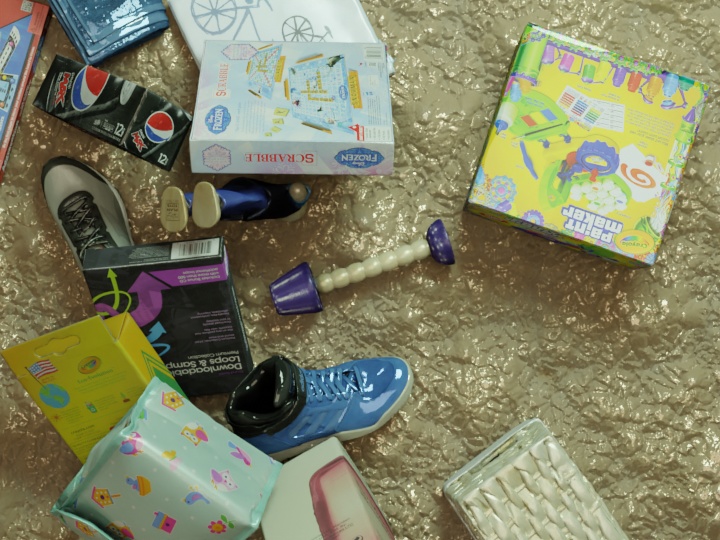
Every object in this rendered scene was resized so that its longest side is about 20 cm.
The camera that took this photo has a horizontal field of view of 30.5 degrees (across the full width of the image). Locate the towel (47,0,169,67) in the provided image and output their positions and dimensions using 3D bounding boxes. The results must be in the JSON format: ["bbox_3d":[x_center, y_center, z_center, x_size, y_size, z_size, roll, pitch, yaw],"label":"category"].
[{"bbox_3d":[-0.297,-0.327,1.425,0.111,0.049,0.201,-31,87,-16],"label":"towel"}]

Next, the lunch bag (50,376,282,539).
[{"bbox_3d":[-0.204,0.235,1.318,0.170,0.122,0.200,37,121,-9],"label":"lunch bag"}]

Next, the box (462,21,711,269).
[{"bbox_3d":[0.231,-0.125,1.377,0.198,0.122,0.195,19,89,2],"label":"box"}]

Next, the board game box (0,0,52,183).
[{"bbox_3d":[-0.415,-0.207,1.449,0.102,0.019,0.202,16,89,3],"label":"board game box"}]

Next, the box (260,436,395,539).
[{"bbox_3d":[-0.022,0.283,1.317,0.108,0.200,0.129,-30,117,0],"label":"box"}]

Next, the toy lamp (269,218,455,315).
[{"bbox_3d":[0.000,0.000,1.414,0.198,0.058,0.059,-18,88,-2],"label":"toy lamp"}]

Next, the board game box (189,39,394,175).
[{"bbox_3d":[-0.068,-0.168,1.340,0.197,0.201,0.042,1,128,-2],"label":"board game box"}]

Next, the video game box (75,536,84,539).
[{"bbox_3d":[-0.227,0.357,1.413,0.181,0.047,0.201,-32,88,-2],"label":"video game box"}]

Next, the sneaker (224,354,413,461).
[{"bbox_3d":[-0.045,0.127,1.376,0.198,0.112,0.077,-21,53,4],"label":"sneaker"}]

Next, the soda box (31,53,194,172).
[{"bbox_3d":[-0.258,-0.165,1.360,0.199,0.070,0.064,25,88,47],"label":"soda box"}]

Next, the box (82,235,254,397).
[{"bbox_3d":[-0.193,0.055,1.361,0.141,0.201,0.036,-6,44,4],"label":"box"}]

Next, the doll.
[{"bbox_3d":[-0.120,-0.070,1.349,0.135,0.199,0.049,-5,92,31],"label":"doll"}]

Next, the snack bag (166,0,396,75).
[{"bbox_3d":[-0.086,-0.257,1.441,0.198,0.021,0.190,-27,88,-2],"label":"snack bag"}]

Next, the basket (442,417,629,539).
[{"bbox_3d":[0.192,0.271,1.364,0.135,0.123,0.201,-36,87,-1],"label":"basket"}]

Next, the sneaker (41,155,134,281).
[{"bbox_3d":[-0.279,-0.035,1.410,0.073,0.079,0.201,-31,86,2],"label":"sneaker"}]

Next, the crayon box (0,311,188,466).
[{"bbox_3d":[-0.260,0.125,1.355,0.126,0.051,0.201,-18,122,17],"label":"crayon box"}]
